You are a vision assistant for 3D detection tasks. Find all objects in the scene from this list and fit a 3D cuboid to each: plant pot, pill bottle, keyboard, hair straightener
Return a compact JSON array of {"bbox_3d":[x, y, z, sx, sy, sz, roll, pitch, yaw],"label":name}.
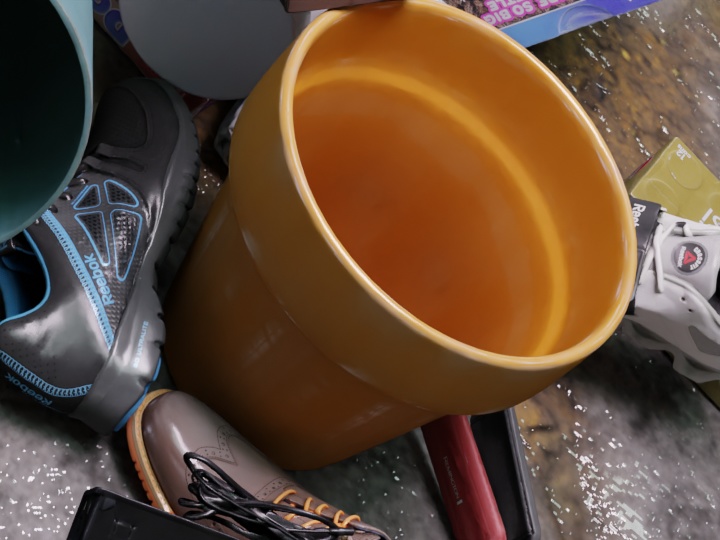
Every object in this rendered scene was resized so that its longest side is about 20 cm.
[{"bbox_3d":[-0.213,-0.130,1.311,0.200,0.201,0.161,28,35,-19],"label":"plant pot"},{"bbox_3d":[-0.045,-0.175,1.488,0.116,0.116,0.200,40,36,-7],"label":"pill bottle"},{"bbox_3d":[0.000,0.000,1.386,0.199,0.183,0.201,20,50,-26],"label":"plant pot"},{"bbox_3d":[-0.045,0.150,1.286,0.199,0.040,0.105,24,86,-24],"label":"keyboard"},{"bbox_3d":[0.094,0.153,1.453,0.077,0.041,0.201,-2,62,-39],"label":"hair straightener"}]

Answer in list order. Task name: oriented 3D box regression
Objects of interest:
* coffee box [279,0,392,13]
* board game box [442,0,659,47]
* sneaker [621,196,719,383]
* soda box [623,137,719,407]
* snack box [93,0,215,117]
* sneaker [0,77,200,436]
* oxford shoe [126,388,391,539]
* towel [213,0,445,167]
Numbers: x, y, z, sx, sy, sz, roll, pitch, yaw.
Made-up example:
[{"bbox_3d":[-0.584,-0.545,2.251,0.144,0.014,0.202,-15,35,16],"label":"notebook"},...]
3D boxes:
[{"bbox_3d":[-0.028,-0.225,1.366,0.079,0.113,0.200,-8,40,-22],"label":"coffee box"},{"bbox_3d":[0.091,-0.238,1.600,0.200,0.159,0.097,54,38,-26],"label":"board game box"},{"bbox_3d":[0.147,-0.008,1.511,0.199,0.088,0.074,22,64,-16],"label":"sneaker"},{"bbox_3d":[0.214,0.026,1.622,0.200,0.064,0.068,45,44,-2],"label":"soda box"},{"bbox_3d":[-0.134,-0.172,1.518,0.200,0.024,0.072,48,41,0],"label":"snack box"},{"bbox_3d":[-0.129,-0.022,1.380,0.082,0.073,0.201,23,48,-21],"label":"sneaker"},{"bbox_3d":[-0.027,0.124,1.356,0.200,0.073,0.071,46,44,-2],"label":"oxford shoe"},{"bbox_3d":[0.027,-0.072,1.558,0.171,0.048,0.200,42,43,-7],"label":"towel"}]
